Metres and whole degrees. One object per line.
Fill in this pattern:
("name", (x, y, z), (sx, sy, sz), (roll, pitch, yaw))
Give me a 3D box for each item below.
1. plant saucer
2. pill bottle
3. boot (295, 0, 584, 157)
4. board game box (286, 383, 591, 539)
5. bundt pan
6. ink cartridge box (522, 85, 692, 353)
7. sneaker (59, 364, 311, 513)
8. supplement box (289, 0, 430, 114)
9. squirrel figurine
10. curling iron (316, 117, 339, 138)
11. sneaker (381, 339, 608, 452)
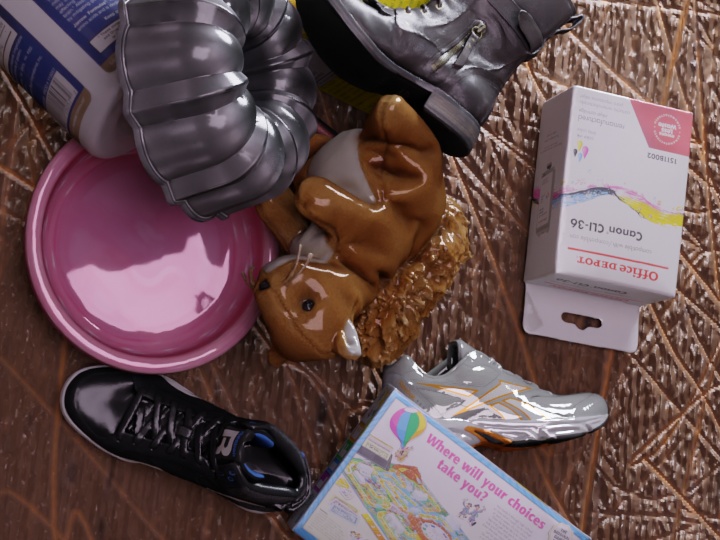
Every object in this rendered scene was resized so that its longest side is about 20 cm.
("plant saucer", (-0.164, -0.019, 1.545), (0.199, 0.051, 0.203), (3, 81, -20))
("pill bottle", (-0.225, -0.187, 1.494), (0.111, 0.111, 0.200), (-41, 75, -20))
("boot", (0.062, -0.203, 1.532), (0.200, 0.069, 0.175), (41, 69, -18))
("board game box", (0.061, 0.202, 1.549), (0.199, 0.034, 0.135), (38, 86, -10))
("bundt pan", (-0.092, -0.140, 1.435), (0.202, 0.075, 0.204), (34, 52, -58))
("ink cartridge box", (0.205, -0.040, 1.670), (0.115, 0.067, 0.202), (10, 79, -18))
("sneaker", (-0.124, 0.120, 1.507), (0.199, 0.112, 0.074), (26, 74, -15))
("supplement box", (-0.002, -0.205, 1.597), (0.199, 0.109, 0.110), (25, 75, -15))
("squirrel figurine", (0.000, 0.000, 1.529), (0.200, 0.141, 0.188), (44, 52, -39))
("curling iron", (-0.010, -0.083, 1.619), (0.200, 0.026, 0.050), (40, 35, -14))
("sneaker", (0.108, 0.099, 1.616), (0.198, 0.076, 0.093), (-2, 79, -21))
